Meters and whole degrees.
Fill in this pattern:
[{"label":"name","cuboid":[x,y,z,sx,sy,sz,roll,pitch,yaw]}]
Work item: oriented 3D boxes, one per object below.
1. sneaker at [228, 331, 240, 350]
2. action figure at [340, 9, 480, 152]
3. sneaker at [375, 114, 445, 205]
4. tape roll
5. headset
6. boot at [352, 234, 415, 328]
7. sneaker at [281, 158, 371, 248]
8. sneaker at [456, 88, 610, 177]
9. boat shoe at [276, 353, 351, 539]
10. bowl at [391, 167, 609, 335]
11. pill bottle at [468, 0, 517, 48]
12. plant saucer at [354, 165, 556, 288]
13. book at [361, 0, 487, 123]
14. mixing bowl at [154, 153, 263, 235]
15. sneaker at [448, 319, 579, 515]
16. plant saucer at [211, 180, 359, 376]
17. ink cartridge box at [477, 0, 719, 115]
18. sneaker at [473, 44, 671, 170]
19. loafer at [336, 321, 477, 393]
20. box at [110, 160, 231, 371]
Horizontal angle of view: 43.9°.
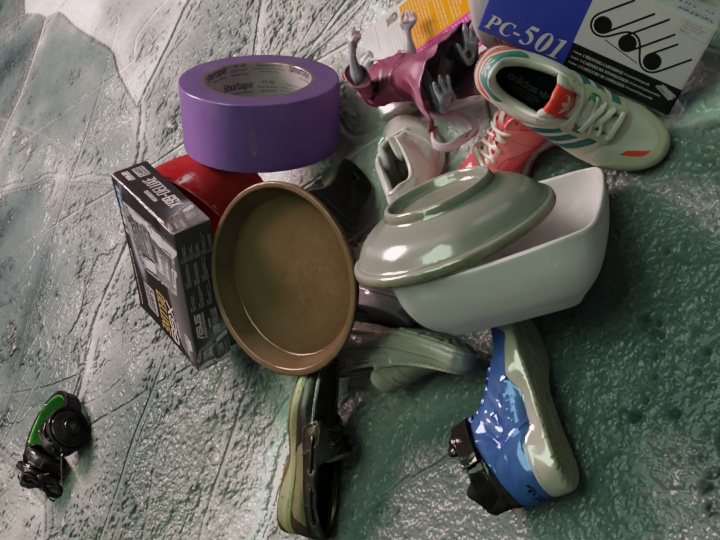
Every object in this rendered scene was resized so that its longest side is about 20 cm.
[{"label":"sneaker","cuboid":[-0.148,0.052,1.102,0.199,0.091,0.078,-7,66,40]},{"label":"action figure","cuboid":[0.056,-0.216,1.011,0.199,0.133,0.150,3,116,53]},{"label":"sneaker","cuboid":[0.047,-0.126,0.991,0.075,0.088,0.201,-34,37,20]},{"label":"tape roll","cuboid":[-0.124,-0.199,1.111,0.200,0.198,0.086,36,135,44]},{"label":"headset","cuboid":[-0.455,0.253,1.288,0.124,0.094,0.200,-52,35,11]},{"label":"boot","cuboid":[0.000,0.000,1.019,0.199,0.074,0.096,13,71,39]},{"label":"sneaker","cuboid":[-0.058,-0.050,1.034,0.114,0.076,0.200,-44,10,28]},{"label":"sneaker","cuboid":[0.156,-0.143,0.919,0.200,0.086,0.074,-41,48,21]},{"label":"boat shoe","cuboid":[-0.040,0.188,0.957,0.064,0.073,0.203,11,98,28]},{"label":"bowl","cuboid":[0.138,-0.012,0.827,0.198,0.075,0.200,-16,17,23]},{"label":"pill bottle","cuboid":[0.217,-0.284,0.895,0.198,0.112,0.114,3,73,27]},{"label":"plant saucer","cuboid":[0.078,-0.052,0.822,0.198,0.051,0.200,-22,15,6]},{"label":"book","cuboid":[0.095,-0.279,1.065,0.199,0.048,0.135,-28,59,31]},{"label":"mixing bowl","cuboid":[-0.183,-0.079,1.147,0.199,0.201,0.109,8,49,43]},{"label":"sneaker","cuboid":[0.124,0.126,0.835,0.111,0.076,0.202,-29,54,27]},{"label":"plant saucer","cuboid":[-0.076,0.008,0.924,0.198,0.029,0.203,8,104,37]},{"label":"ink cartridge box","cuboid":[0.217,-0.231,0.827,0.044,0.198,0.095,-56,-11,-46]},{"label":"sneaker","cuboid":[0.194,-0.143,0.819,0.071,0.198,0.093,-62,0,17]},{"label":"loafer","cuboid":[0.041,0.095,0.934,0.199,0.069,0.071,2,82,52]},{"label":"box","cuboid":[-0.220,-0.005,1.050,0.157,0.049,0.202,39,143,40]}]
